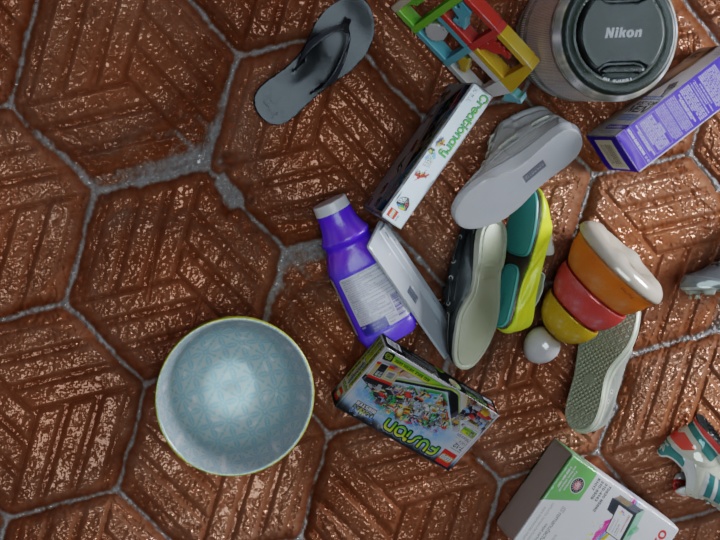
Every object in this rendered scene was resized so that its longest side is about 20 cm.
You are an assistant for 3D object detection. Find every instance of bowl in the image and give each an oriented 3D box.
[{"bbox_3d":[-0.164,0.149,1.545,0.199,0.108,0.202,-2,98,-11],"label":"bowl"}]

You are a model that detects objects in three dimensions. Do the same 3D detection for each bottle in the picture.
[{"bbox_3d":[0.000,0.000,1.577,0.083,0.065,0.201,-27,102,-8],"label":"bottle"}]

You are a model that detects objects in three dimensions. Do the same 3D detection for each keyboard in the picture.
[{"bbox_3d":[0.069,0.027,1.584,0.200,0.011,0.056,55,44,-25],"label":"keyboard"}]

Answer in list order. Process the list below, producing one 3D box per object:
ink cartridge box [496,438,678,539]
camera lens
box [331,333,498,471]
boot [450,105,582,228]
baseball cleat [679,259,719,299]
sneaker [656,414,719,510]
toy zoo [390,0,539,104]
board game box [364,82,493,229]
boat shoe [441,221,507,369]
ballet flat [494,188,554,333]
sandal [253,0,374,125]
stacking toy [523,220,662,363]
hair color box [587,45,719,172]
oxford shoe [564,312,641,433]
[{"bbox_3d":[0.313,0.352,1.675,0.199,0.084,0.145,35,91,-14],"label":"ink cartridge box"},{"bbox_3d":[0.291,-0.293,1.521,0.159,0.200,0.161,-2,99,-10],"label":"camera lens"},{"bbox_3d":[0.073,0.176,1.597,0.199,0.035,0.110,32,108,-24],"label":"box"},{"bbox_3d":[0.187,-0.137,1.583,0.199,0.096,0.074,-34,128,-6],"label":"boot"},{"bbox_3d":[0.527,-0.020,1.680,0.199,0.070,0.107,-7,93,-19],"label":"baseball cleat"},{"bbox_3d":[0.495,0.301,1.720,0.093,0.070,0.200,-33,105,14],"label":"sneaker"},{"bbox_3d":[0.141,-0.288,1.532,0.200,0.131,0.020,44,65,-12],"label":"toy zoo"},{"bbox_3d":[0.083,-0.148,1.541,0.035,0.126,0.201,35,91,-13],"label":"board game box"},{"bbox_3d":[0.140,0.028,1.608,0.074,0.066,0.201,2,97,-40],"label":"boat shoe"},{"bbox_3d":[0.224,-0.013,1.626,0.067,0.067,0.201,7,100,-33],"label":"ballet flat"},{"bbox_3d":[-0.052,-0.262,1.542,0.076,0.043,0.200,41,89,-13],"label":"sandal"},{"bbox_3d":[0.288,0.046,1.623,0.146,0.146,0.200,40,106,-13],"label":"stacking toy"},{"bbox_3d":[0.408,-0.214,1.601,0.200,0.109,0.065,-36,101,-4],"label":"hair color box"},{"bbox_3d":[0.334,0.128,1.666,0.058,0.075,0.201,24,84,-54],"label":"oxford shoe"}]
